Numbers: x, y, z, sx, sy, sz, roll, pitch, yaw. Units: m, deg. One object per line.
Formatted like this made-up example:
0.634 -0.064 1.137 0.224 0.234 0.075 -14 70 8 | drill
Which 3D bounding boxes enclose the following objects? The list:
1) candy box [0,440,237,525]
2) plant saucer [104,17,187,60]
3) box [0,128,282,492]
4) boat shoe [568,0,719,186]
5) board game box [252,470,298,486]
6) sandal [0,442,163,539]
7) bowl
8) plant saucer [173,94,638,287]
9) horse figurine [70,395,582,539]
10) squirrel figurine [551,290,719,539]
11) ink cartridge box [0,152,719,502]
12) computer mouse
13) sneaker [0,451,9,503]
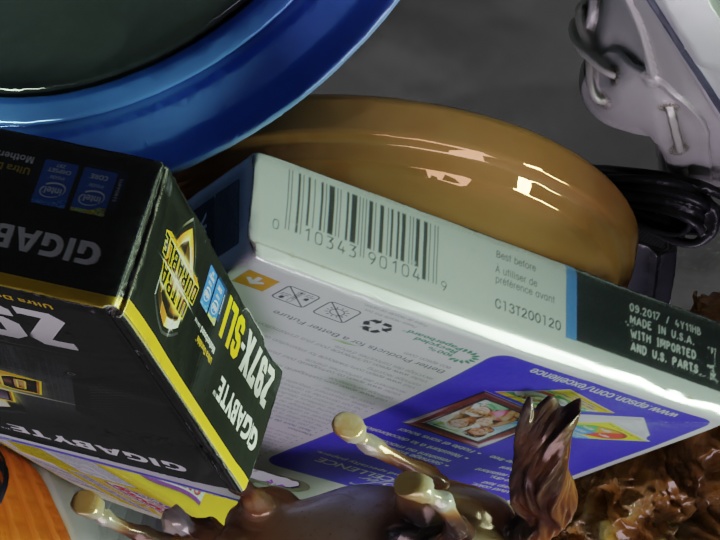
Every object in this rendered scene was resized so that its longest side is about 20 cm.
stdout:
-0.139 0.066 1.032 0.102 0.026 0.200 10 161 39 | candy box
-0.144 -0.056 0.829 0.201 0.039 0.201 -4 154 -2 | plant saucer
-0.136 0.001 0.704 0.200 0.049 0.160 12 159 14 | box
0.105 -0.077 0.822 0.066 0.072 0.200 -19 159 15 | boat shoe
-0.032 0.043 1.055 0.153 0.040 0.200 -15 152 18 | board game box
-0.165 0.113 1.127 0.059 0.079 0.207 -22 151 24 | sandal
-0.067 -0.103 0.689 0.200 0.039 0.201 -23 148 -16 | bowl
0.000 0.000 0.854 0.200 0.037 0.200 3 156 2 | plant saucer
-0.004 0.089 0.842 0.200 0.050 0.133 -8 152 26 | horse figurine
0.143 0.102 1.004 0.187 0.142 0.200 -36 140 16 | squirrel figurine
-0.005 0.038 0.841 0.198 0.043 0.200 19 150 -28 | ink cartridge box
0.060 -0.007 0.933 0.140 0.046 0.200 15 168 1 | computer mouse
-0.227 0.035 0.905 0.200 0.078 0.112 24 147 1 | sneaker
